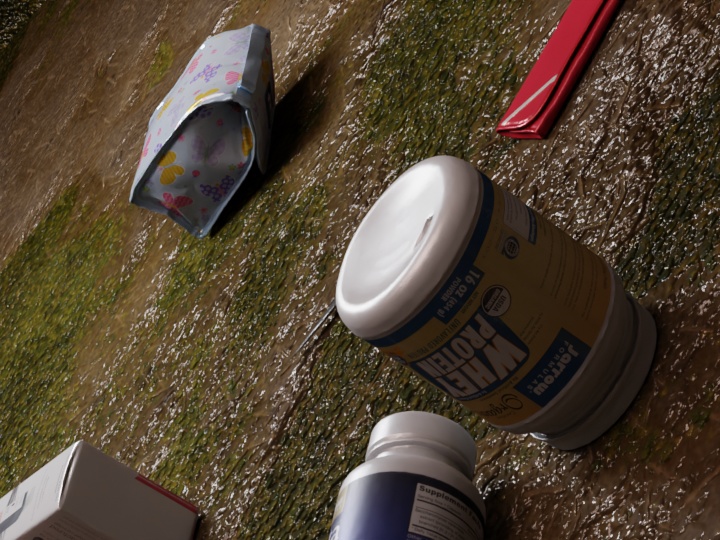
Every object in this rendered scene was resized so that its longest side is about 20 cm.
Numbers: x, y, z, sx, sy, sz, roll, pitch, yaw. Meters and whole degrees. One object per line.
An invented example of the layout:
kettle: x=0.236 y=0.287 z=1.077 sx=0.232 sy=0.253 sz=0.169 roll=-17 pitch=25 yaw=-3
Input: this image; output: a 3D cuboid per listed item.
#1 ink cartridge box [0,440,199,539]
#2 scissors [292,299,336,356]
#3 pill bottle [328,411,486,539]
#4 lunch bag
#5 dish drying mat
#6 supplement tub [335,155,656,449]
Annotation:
ink cartridge box: x=-0.273 y=0.263 z=1.996 sx=0.200 sy=0.145 sz=0.085 roll=-35 pitch=31 yaw=42
scissors: x=0.000 y=0.000 z=1.978 sx=0.200 sy=0.014 sz=0.073 roll=-47 pitch=27 yaw=25
pill bottle: x=0.031 y=0.204 z=1.505 sx=0.111 sy=0.111 sz=0.201 roll=-36 pitch=30 yaw=41
lunch bag: x=-0.163 y=-0.165 z=2.389 sx=0.200 sy=0.127 sz=0.170 roll=-54 pitch=18 yaw=32
dish drying mat: x=0.188 y=-0.206 z=1.863 sx=0.201 sy=0.018 sz=0.077 roll=-60 pitch=22 yaw=-10
supplement tub: x=0.098 y=0.026 z=1.491 sx=0.145 sy=0.200 sz=0.145 roll=-45 pitch=24 yaw=27
